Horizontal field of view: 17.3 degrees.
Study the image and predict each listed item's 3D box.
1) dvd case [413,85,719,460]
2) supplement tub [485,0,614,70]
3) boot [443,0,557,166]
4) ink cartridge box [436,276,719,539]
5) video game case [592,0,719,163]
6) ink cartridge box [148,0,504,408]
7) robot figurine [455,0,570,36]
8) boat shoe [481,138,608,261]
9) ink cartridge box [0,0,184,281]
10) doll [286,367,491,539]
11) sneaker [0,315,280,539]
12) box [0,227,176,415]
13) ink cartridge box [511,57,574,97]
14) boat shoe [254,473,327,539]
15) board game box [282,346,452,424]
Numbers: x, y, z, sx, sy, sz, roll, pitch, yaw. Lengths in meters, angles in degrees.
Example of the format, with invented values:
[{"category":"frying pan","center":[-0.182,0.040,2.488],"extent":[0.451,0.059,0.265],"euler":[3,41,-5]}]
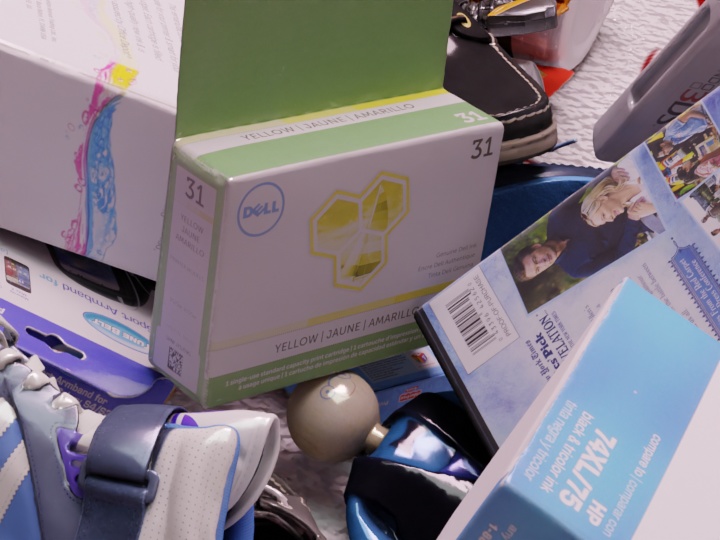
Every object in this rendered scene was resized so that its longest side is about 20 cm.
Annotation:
[{"category":"dvd case","center":[0.129,0.014,0.928],"extent":[0.018,0.200,0.143],"euler":[37,20,-54]},{"category":"supplement tub","center":[0.050,-0.201,1.363],"extent":[0.199,0.123,0.123],"euler":[22,34,14]},{"category":"boot","center":[0.019,-0.143,1.069],"extent":[0.073,0.151,0.200],"euler":[-15,33,-24]},{"category":"ink cartridge box","center":[0.118,0.138,0.806],"extent":[0.199,0.147,0.146],"euler":[34,34,4]},{"category":"video game case","center":[0.228,-0.078,1.048],"extent":[0.199,0.182,0.023],"euler":[7,67,-15]},{"category":"ink cartridge box","center":[-0.008,-0.055,0.948],"extent":[0.145,0.201,0.048],"euler":[-14,35,-37]},{"category":"robot figurine","center":[0.036,-0.171,1.233],"extent":[0.199,0.059,0.145],"euler":[9,35,24]},{"category":"boat shoe","center":[0.051,-0.031,1.079],"extent":[0.199,0.085,0.069],"euler":[3,30,-20]},{"category":"ink cartridge box","center":[-0.126,-0.076,1.024],"extent":[0.199,0.086,0.148],"euler":[22,22,-21]},{"category":"doll","center":[0.058,0.096,0.971],"extent":[0.199,0.049,0.137],"euler":[26,55,16]},{"category":"sneaker","center":[-0.102,0.057,0.863],"extent":[0.146,0.081,0.201],"euler":[-20,74,7]},{"category":"box","center":[-0.144,0.000,1.015],"extent":[0.119,0.042,0.200],"euler":[27,22,-23]},{"category":"ink cartridge box","center":[0.017,-0.113,1.243],"extent":[0.162,0.057,0.200],"euler":[13,27,15]},{"category":"boat shoe","center":[-0.032,0.123,0.907],"extent":[0.066,0.057,0.200],"euler":[0,35,-18]},{"category":"board game box","center":[0.000,0.000,1.122],"extent":[0.151,0.037,0.200],"euler":[-13,41,-34]}]
